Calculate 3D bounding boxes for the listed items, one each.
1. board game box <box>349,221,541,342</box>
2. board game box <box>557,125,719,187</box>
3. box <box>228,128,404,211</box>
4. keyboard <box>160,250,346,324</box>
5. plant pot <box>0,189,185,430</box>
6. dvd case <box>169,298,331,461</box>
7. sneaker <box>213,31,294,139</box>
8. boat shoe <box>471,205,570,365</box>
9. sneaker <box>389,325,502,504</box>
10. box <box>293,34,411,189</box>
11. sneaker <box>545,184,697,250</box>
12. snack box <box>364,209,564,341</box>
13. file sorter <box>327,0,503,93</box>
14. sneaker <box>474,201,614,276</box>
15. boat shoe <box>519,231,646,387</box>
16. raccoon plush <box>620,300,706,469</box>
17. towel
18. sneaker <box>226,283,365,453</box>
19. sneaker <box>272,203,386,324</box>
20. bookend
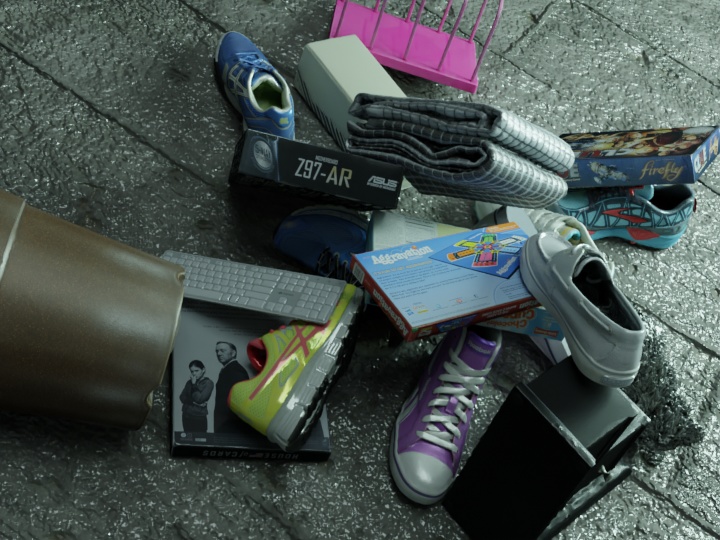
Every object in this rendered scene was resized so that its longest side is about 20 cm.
[{"bbox_3d":[0.098,0.006,0.992,0.199,0.020,0.103,-12,48,-32],"label":"board game box"},{"bbox_3d":[0.314,-0.136,1.264,0.199,0.035,0.135,1,22,31],"label":"board game box"},{"bbox_3d":[-0.052,-0.099,1.099,0.159,0.200,0.044,13,90,-9],"label":"box"},{"bbox_3d":[-0.114,0.015,1.017,0.198,0.011,0.056,9,41,20],"label":"keyboard"},{"bbox_3d":[-0.264,0.040,0.907,0.197,0.201,0.201,16,48,-17],"label":"plant pot"},{"bbox_3d":[-0.110,0.089,1.025,0.149,0.025,0.201,5,50,-16],"label":"dvd case"},{"bbox_3d":[-0.117,-0.217,1.239,0.075,0.077,0.201,-11,55,-25],"label":"sneaker"},{"bbox_3d":[0.181,0.029,1.153,0.071,0.070,0.201,-25,88,-55],"label":"boat shoe"},{"bbox_3d":[0.085,0.117,1.014,0.072,0.115,0.201,22,49,-3],"label":"sneaker"},{"bbox_3d":[0.007,-0.189,1.267,0.082,0.069,0.201,-18,59,-33],"label":"box"},{"bbox_3d":[0.313,-0.089,1.280,0.198,0.096,0.080,5,50,-17],"label":"sneaker"},{"bbox_3d":[0.104,0.004,1.047,0.198,0.037,0.117,11,35,-7],"label":"snack box"},{"bbox_3d":[0.073,-0.340,1.360,0.198,0.126,0.139,16,34,-7],"label":"file sorter"},{"bbox_3d":[0.213,-0.039,1.212,0.076,0.081,0.200,-27,64,-33],"label":"sneaker"},{"bbox_3d":[0.198,0.015,0.943,0.071,0.069,0.201,8,34,-13],"label":"boat shoe"},{"bbox_3d":[0.273,0.120,1.047,0.200,0.096,0.135,21,40,-62],"label":"raccoon plush"},{"bbox_3d":[0.098,-0.121,1.094,0.199,0.086,0.165,14,2,40],"label":"towel"},{"bbox_3d":[-0.058,0.073,0.992,0.090,0.079,0.200,21,42,11],"label":"sneaker"},{"bbox_3d":[0.000,0.000,1.103,0.199,0.079,0.090,23,45,-1],"label":"sneaker"},{"bbox_3d":[0.198,0.152,0.969,0.199,0.199,0.092,-26,62,-36],"label":"bookend"}]
